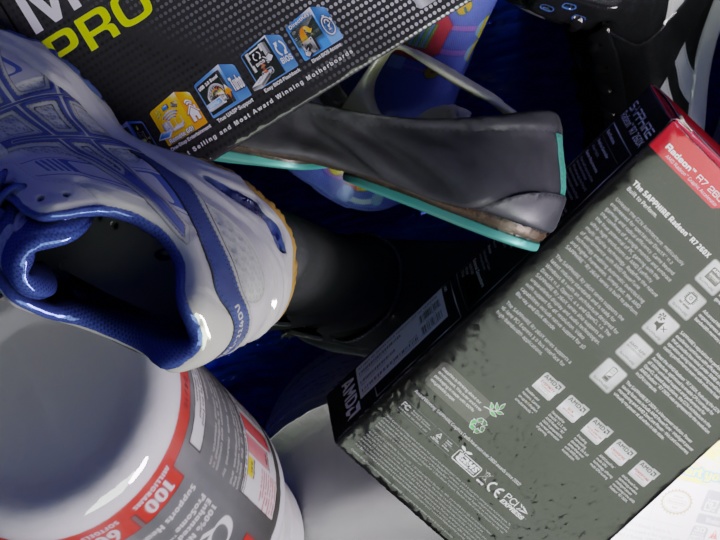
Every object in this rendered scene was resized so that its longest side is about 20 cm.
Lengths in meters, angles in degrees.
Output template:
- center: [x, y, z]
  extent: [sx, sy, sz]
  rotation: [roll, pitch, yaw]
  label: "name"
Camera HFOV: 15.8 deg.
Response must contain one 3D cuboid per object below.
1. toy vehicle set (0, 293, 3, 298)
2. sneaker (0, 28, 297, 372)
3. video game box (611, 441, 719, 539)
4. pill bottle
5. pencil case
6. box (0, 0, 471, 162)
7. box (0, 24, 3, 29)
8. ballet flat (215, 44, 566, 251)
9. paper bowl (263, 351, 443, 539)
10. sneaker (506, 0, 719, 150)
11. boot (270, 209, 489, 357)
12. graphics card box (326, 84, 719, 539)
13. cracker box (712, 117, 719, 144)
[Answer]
- center: [-0.171, 0.003, 1.099]
  extent: [0.124, 0.027, 0.200]
  rotation: [-25, 151, 10]
  label: "toy vehicle set"
- center: [-0.120, -0.030, 0.944]
  extent: [0.088, 0.199, 0.076]
  rotation: [-44, 156, -64]
  label: "sneaker"
- center: [0.185, 0.086, 1.194]
  extent: [0.199, 0.047, 0.183]
  rotation: [14, 106, -25]
  label: "video game box"
- center: [-0.100, 0.092, 1.145]
  extent: [0.115, 0.116, 0.200]
  rotation: [-33, 149, 3]
  label: "pill bottle"
- center: [0.022, -0.123, 1.101]
  extent: [0.078, 0.087, 0.201]
  rotation: [18, 122, -12]
  label: "pencil case"
- center: [-0.050, -0.141, 0.996]
  extent: [0.199, 0.044, 0.161]
  rotation: [-31, 97, 1]
  label: "box"
- center: [-0.150, -0.071, 1.083]
  extent: [0.199, 0.036, 0.145]
  rotation: [-5, 133, -27]
  label: "box"
- center: [-0.007, -0.064, 1.056]
  extent: [0.199, 0.073, 0.073]
  rotation: [15, 138, 16]
  label: "ballet flat"
- center: [0.035, 0.136, 1.272]
  extent: [0.199, 0.105, 0.202]
  rotation: [8, 123, 12]
  label: "paper bowl"
- center: [0.104, -0.105, 1.180]
  extent: [0.111, 0.073, 0.201]
  rotation: [-1, 123, -25]
  label: "sneaker"
- center: [-0.001, 0.000, 1.131]
  extent: [0.164, 0.066, 0.200]
  rotation: [-3, 166, 25]
  label: "boot"
- center: [0.097, 0.035, 1.089]
  extent: [0.125, 0.051, 0.200]
  rotation: [41, 102, -20]
  label: "graphics card box"
- center: [0.227, -0.039, 1.259]
  extent: [0.057, 0.134, 0.201]
  rotation: [-6, 133, -23]
  label: "cracker box"
